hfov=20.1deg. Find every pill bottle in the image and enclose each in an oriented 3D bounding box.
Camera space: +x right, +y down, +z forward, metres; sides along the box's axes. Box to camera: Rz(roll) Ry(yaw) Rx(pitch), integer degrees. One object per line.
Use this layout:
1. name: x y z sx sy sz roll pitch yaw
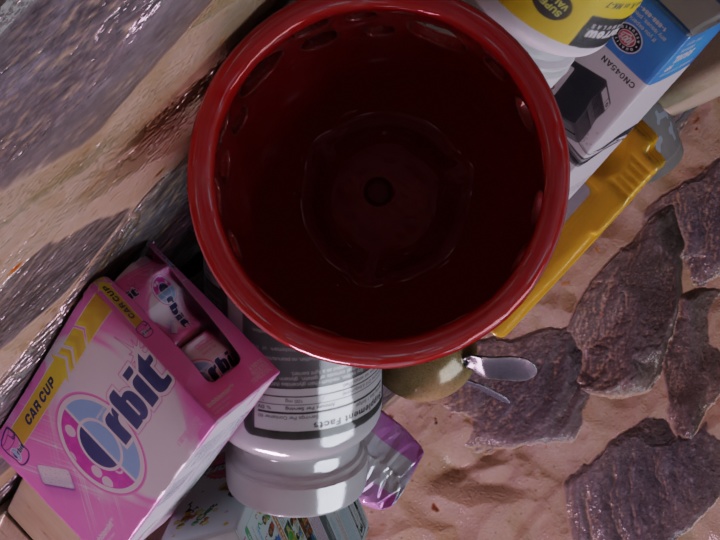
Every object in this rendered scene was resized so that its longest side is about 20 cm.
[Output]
1. pill bottle: -0.043 0.049 1.306 0.116 0.115 0.201 -36 134 -50
2. pill bottle: 0.130 -0.202 1.225 0.200 0.114 0.114 -51 170 36

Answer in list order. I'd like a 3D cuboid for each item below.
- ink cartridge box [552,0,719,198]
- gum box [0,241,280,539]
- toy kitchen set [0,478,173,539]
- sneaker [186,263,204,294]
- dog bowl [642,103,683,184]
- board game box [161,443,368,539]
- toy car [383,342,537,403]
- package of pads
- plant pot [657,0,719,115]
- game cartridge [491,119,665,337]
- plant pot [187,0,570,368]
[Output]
1. ink cartridge box: 0.130 -0.147 1.396 0.200 0.145 0.084 -51 169 33
2. gum box: -0.143 0.085 1.277 0.066 0.114 0.200 -38 170 -44
3. toy kitchen set: -0.217 0.252 1.516 0.163 0.180 0.200 -38 170 -35
4. sneaker: -0.099 0.039 1.419 0.200 0.075 0.106 -44 173 -15
5. dog bowl: 0.158 -0.115 1.635 0.200 0.199 0.059 -36 125 -51
6. board game box: -0.062 0.187 1.432 0.064 0.148 0.200 -14 -156 19
7. toy car: 0.052 0.043 1.686 0.158 0.200 0.164 -61 179 -19
8. package of pads: -0.046 0.126 1.683 0.076 0.120 0.200 -54 -154 -11
9. plant pot: 0.253 -0.224 1.513 0.177 0.200 0.200 -40 173 11
10. game cartridge: 0.106 -0.077 1.517 0.200 0.176 0.032 -50 171 29
11. plant pot: 0.012 -0.044 1.123 0.200 0.200 0.183 -45 176 -2
